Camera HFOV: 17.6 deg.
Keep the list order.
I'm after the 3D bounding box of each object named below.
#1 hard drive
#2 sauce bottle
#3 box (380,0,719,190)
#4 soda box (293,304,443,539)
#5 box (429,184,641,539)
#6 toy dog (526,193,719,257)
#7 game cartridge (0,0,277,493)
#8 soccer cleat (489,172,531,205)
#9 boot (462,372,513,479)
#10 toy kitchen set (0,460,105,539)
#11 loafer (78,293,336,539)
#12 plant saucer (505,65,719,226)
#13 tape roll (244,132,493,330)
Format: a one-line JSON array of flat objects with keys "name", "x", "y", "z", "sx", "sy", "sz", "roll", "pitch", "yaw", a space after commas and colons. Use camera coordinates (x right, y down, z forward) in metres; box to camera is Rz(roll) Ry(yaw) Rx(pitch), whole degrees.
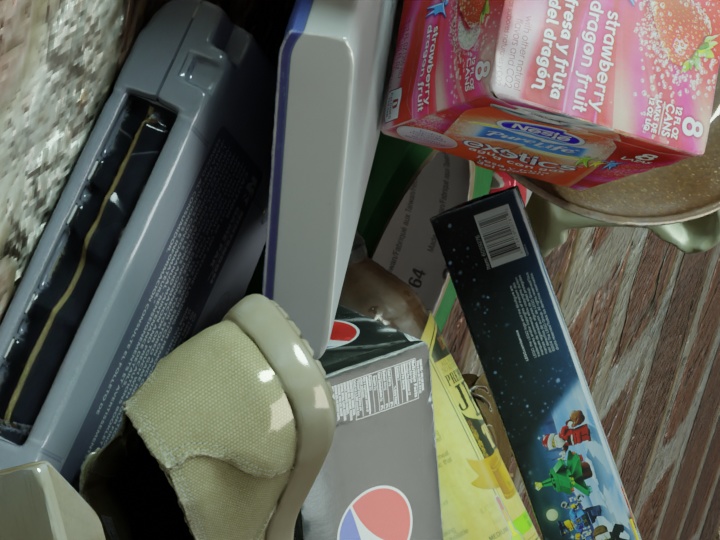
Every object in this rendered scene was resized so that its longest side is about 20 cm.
[{"name": "hard drive", "x": -0.005, "y": -0.081, "z": 0.857, "sx": 0.201, "sy": 0.025, "sz": 0.133, "roll": -77, "pitch": 174, "yaw": -53}, {"name": "sauce bottle", "x": 0.010, "y": 0.050, "z": 0.925, "sx": 0.064, "sy": 0.201, "sz": 0.065, "roll": -25, "pitch": -179, "yaw": 0}, {"name": "box", "x": 0.083, "y": -0.141, "z": 0.889, "sx": 0.100, "sy": 0.095, "sz": 0.201, "roll": 166, "pitch": -63, "yaw": -66}, {"name": "soda box", "x": -0.010, "y": 0.119, "z": 0.873, "sx": 0.063, "sy": 0.071, "sz": 0.201, "roll": -15, "pitch": 111, "yaw": -31}, {"name": "box", "x": 0.082, "y": 0.064, "z": 0.992, "sx": 0.137, "sy": 0.037, "sz": 0.201, "roll": -27, "pitch": 98, "yaw": -85}, {"name": "toy dog", "x": 0.151, "y": -0.123, "z": 1.290, "sx": 0.200, "sy": 0.139, "sz": 0.195, "roll": -49, "pitch": 119, "yaw": -46}, {"name": "game cartridge", "x": -0.081, "y": 0.014, "z": 0.830, "sx": 0.201, "sy": 0.041, "sz": 0.133, "roll": -66, "pitch": 161, "yaw": -9}, {"name": "soccer cleat", "x": 0.082, "y": -0.103, "z": 1.171, "sx": 0.076, "sy": 0.066, "sz": 0.201, "roll": -38, "pitch": 149, "yaw": -72}, {"name": "boot", "x": 0.051, "y": 0.093, "z": 1.349, "sx": 0.200, "sy": 0.073, "sz": 0.076, "roll": 28, "pitch": 65, "yaw": -78}, {"name": "toy kitchen set", "x": -0.082, "y": 0.133, "z": 0.754, "sx": 0.180, "sy": 0.199, "sz": 0.164, "roll": -22, "pitch": 97, "yaw": -69}, {"name": "loafer", "x": -0.062, "y": 0.083, "z": 0.804, "sx": 0.068, "sy": 0.076, "sz": 0.201, "roll": -19, "pitch": 147, "yaw": -25}, {"name": "plant saucer", "x": 0.105, "y": -0.117, "z": 0.969, "sx": 0.201, "sy": 0.200, "sz": 0.037, "roll": -63, "pitch": -162, "yaw": -16}, {"name": "tape roll", "x": 0.000, "y": 0.000, "z": 1.056, "sx": 0.201, "sy": 0.048, "sz": 0.201, "roll": -58, "pitch": 162, "yaw": -32}]
